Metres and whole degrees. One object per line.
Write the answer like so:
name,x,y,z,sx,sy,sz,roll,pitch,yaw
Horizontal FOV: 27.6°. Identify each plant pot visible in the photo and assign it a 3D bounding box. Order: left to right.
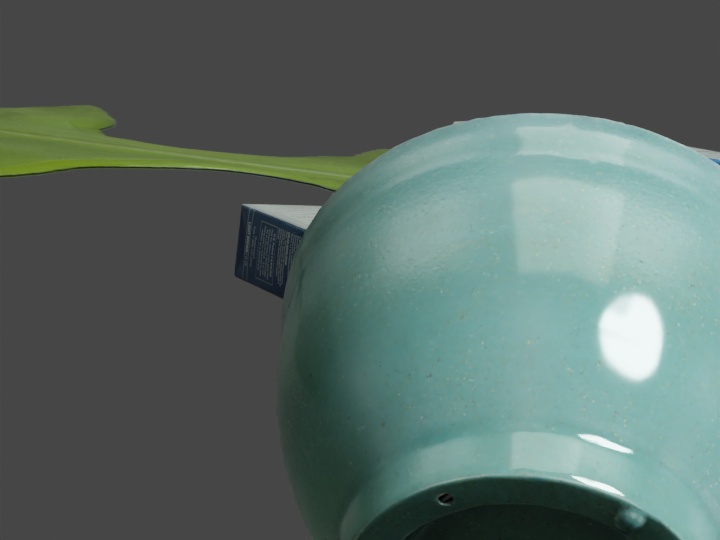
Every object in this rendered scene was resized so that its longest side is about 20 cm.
plant pot,0.059,0.066,0.503,0.199,0.201,0.134,8,38,5

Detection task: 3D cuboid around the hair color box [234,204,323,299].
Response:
hair color box,0.000,0.000,1.069,0.100,0.061,0.200,0,13,-35

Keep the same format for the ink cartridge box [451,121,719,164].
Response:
ink cartridge box,0.179,-0.032,1.135,0.200,0.145,0.147,16,14,40
